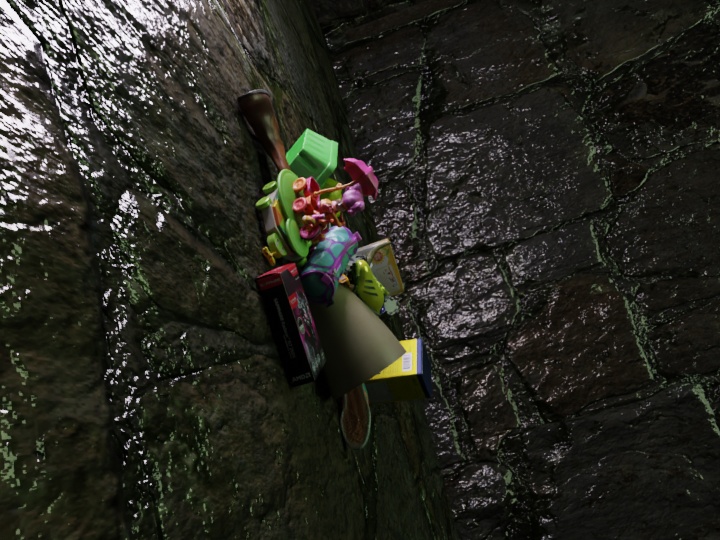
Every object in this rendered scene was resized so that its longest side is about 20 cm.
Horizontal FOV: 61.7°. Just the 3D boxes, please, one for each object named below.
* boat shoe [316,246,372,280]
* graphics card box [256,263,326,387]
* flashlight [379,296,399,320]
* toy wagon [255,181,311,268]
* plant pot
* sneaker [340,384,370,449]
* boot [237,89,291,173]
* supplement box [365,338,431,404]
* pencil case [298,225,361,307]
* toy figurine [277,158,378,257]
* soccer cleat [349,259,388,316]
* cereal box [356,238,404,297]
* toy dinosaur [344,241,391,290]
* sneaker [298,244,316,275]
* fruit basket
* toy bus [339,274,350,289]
[{"bbox_3d":[-0.059,-0.006,1.480,0.197,0.064,0.071,11,31,-36],"label":"boat shoe"},{"bbox_3d":[-0.122,0.094,1.091,0.125,0.050,0.204,-52,126,-81],"label":"graphics card box"},{"bbox_3d":[0.028,0.121,1.601,0.067,0.199,0.069,31,54,-23],"label":"flashlight"},{"bbox_3d":[-0.151,-0.080,1.195,0.157,0.039,0.201,60,19,-27],"label":"toy wagon"},{"bbox_3d":[-0.029,0.135,1.284,0.202,0.185,0.187,59,7,5],"label":"plant pot"},{"bbox_3d":[-0.008,0.313,1.369,0.080,0.070,0.203,69,12,-54],"label":"sneaker"},{"bbox_3d":[-0.191,-0.261,1.272,0.188,0.067,0.204,102,-31,-80],"label":"boot"},{"bbox_3d":[0.075,0.260,1.541,0.110,0.196,0.111,66,21,-43],"label":"supplement box"},{"bbox_3d":[-0.064,-0.013,1.248,0.086,0.091,0.201,56,29,-20],"label":"pencil case"},{"bbox_3d":[-0.051,-0.141,1.187,0.150,0.181,0.203,51,28,-46],"label":"toy figurine"},{"bbox_3d":[0.022,0.038,1.343,0.202,0.082,0.066,84,-4,-54],"label":"soccer cleat"},{"bbox_3d":[0.002,0.017,1.578,0.040,0.196,0.146,-96,168,-75],"label":"cereal box"},{"bbox_3d":[0.000,0.000,1.453,0.047,0.202,0.088,30,-2,32],"label":"toy dinosaur"},{"bbox_3d":[-0.116,-0.071,1.327,0.074,0.086,0.204,21,53,-80],"label":"sneaker"},{"bbox_3d":[-0.099,-0.230,1.524,0.215,0.156,0.217,38,22,-18],"label":"fruit basket"},{"bbox_3d":[-0.057,0.070,1.401,0.078,0.064,0.204,36,-38,56],"label":"toy bus"}]
